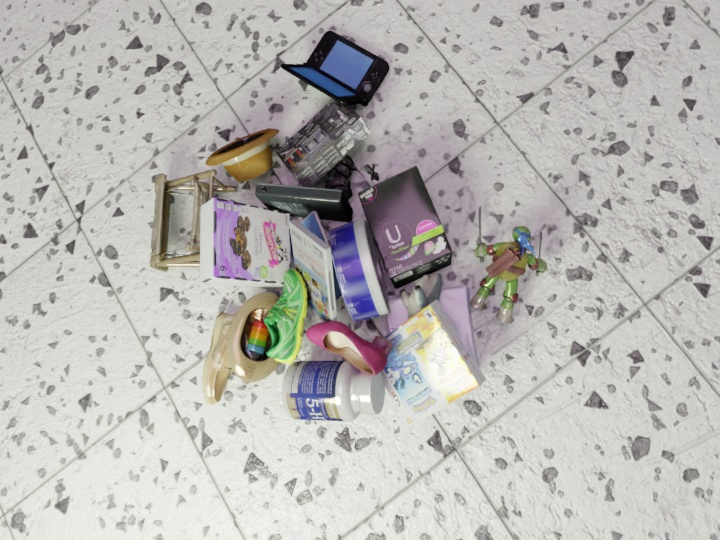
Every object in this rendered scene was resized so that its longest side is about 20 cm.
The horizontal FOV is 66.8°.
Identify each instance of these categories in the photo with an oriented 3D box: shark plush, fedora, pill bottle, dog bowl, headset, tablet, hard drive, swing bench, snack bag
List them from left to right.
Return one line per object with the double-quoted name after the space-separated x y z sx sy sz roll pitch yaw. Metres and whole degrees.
-0.406 -0.113 1.282 0.193 0.130 0.206 -3 79 10 "swing bench"
-0.265 -0.263 1.282 0.195 0.202 0.084 -20 113 6 "fedora"
-0.122 -0.151 1.230 0.193 0.140 0.034 7 79 11 "hard drive"
-0.100 -0.015 1.231 0.129 0.013 0.205 -36 71 43 "tablet"
-0.054 0.250 1.136 0.194 0.119 0.124 -5 78 22 "pill bottle"
-0.050 -0.218 1.254 0.194 0.094 0.128 6 81 23 "headset"
0.000 0.000 1.149 0.076 0.200 0.206 -16 77 7 "dog bowl"
0.148 0.108 1.153 0.081 0.091 0.206 -2 71 -21 "shark plush"
0.154 0.138 1.188 0.193 0.021 0.195 -8 78 9 "snack bag"

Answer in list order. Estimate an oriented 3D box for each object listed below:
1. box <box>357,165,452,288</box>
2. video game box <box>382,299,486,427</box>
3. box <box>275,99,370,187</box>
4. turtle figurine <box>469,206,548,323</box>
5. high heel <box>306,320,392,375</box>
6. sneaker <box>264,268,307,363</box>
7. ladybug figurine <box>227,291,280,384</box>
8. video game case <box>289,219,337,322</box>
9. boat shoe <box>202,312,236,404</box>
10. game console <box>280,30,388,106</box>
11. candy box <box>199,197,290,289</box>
0.098 -0.090 1.187 0.145 0.124 0.205 -22 75 4 "box"
0.126 0.192 1.110 0.199 0.046 0.185 -39 81 32 "video game box"
-0.089 -0.295 1.257 0.199 0.050 0.158 -42 41 1 "box"
0.312 -0.005 1.159 0.140 0.201 0.199 15 106 -15 "turtle figurine"
-0.037 0.162 1.108 0.194 0.096 0.069 14 121 18 "high heel"
-0.162 0.093 1.172 0.081 0.074 0.207 11 73 -24 "sneaker"
-0.229 0.150 1.216 0.133 0.072 0.205 23 73 -15 "ladybug figurine"
-0.099 0.010 1.158 0.018 0.205 0.142 -24 40 -28 "video game case"
-0.307 0.199 1.235 0.062 0.071 0.207 5 79 12 "boat shoe"
-0.056 -0.483 1.293 0.197 0.116 0.178 33 87 14 "game console"
-0.251 -0.054 1.208 0.070 0.196 0.174 -15 74 46 "candy box"
